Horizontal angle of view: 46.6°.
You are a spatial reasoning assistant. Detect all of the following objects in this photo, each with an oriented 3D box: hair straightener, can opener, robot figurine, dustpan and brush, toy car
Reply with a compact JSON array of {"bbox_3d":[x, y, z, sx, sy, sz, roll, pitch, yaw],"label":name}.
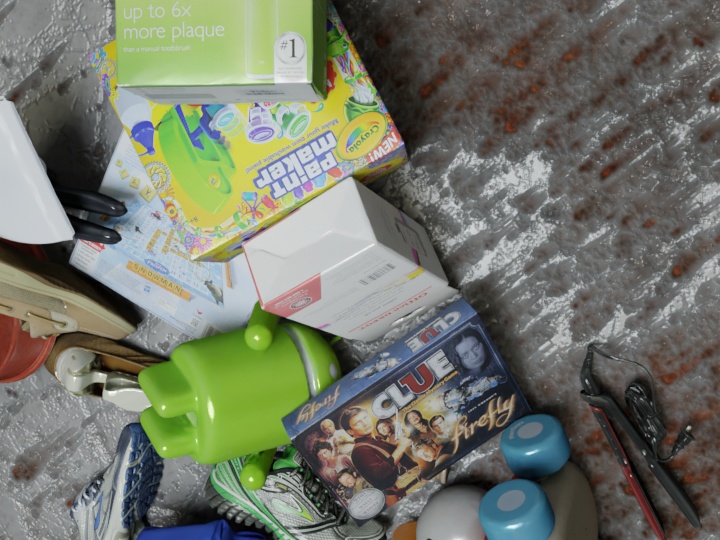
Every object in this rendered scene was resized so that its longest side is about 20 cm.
[{"bbox_3d":[0.272,0.155,0.787,0.077,0.041,0.201,-28,90,17],"label":"hair straightener"},{"bbox_3d":[-0.303,-0.063,0.831,0.199,0.078,0.064,22,106,30],"label":"can opener"},{"bbox_3d":[-0.105,0.114,0.795,0.199,0.116,0.177,-9,113,-30],"label":"robot figurine"},{"bbox_3d":[-0.360,-0.082,0.796,0.199,0.057,0.140,-11,111,23],"label":"dustpan and brush"},{"bbox_3d":[0.115,0.262,0.785,0.199,0.177,0.185,-15,111,29],"label":"toy car"}]

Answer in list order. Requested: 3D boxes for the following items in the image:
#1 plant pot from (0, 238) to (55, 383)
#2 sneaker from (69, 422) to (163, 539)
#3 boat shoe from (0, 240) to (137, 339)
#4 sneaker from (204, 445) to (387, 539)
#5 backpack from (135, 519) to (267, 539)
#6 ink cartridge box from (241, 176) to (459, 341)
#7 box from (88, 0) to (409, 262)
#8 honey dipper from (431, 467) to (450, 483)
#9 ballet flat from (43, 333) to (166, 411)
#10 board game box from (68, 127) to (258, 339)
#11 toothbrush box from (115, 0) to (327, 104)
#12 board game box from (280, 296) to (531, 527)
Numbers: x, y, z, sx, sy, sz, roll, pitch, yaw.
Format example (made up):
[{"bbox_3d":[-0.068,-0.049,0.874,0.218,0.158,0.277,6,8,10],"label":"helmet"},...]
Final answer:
[{"bbox_3d":[-0.446,0.044,0.830,0.199,0.195,0.203,5,102,22],"label":"plant pot"},{"bbox_3d":[-0.278,0.254,0.917,0.085,0.077,0.201,19,105,13],"label":"sneaker"},{"bbox_3d":[-0.313,0.031,0.828,0.065,0.200,0.071,-54,42,3],"label":"boat shoe"},{"bbox_3d":[-0.063,0.236,0.859,0.199,0.078,0.086,24,106,8],"label":"sneaker"},{"bbox_3d":[-0.177,0.365,0.830,0.161,0.201,0.168,-14,127,18],"label":"backpack"},{"bbox_3d":[0.000,0.000,0.754,0.116,0.200,0.068,-29,65,17],"label":"ink cartridge box"},{"bbox_3d":[-0.088,-0.138,0.728,0.199,0.122,0.194,-28,88,4],"label":"box"},{"bbox_3d":[-0.006,0.177,0.855,0.198,0.038,0.038,10,104,13],"label":"honey dipper"},{"bbox_3d":[-0.262,0.116,0.882,0.198,0.072,0.068,16,107,10],"label":"ballet flat"},{"bbox_3d":[-0.168,-0.046,0.840,0.199,0.041,0.200,31,107,5],"label":"board game box"},{"bbox_3d":[-0.100,-0.231,0.623,0.144,0.086,0.202,1,92,5],"label":"toothbrush box"},{"bbox_3d":[0.046,0.134,0.773,0.199,0.035,0.136,-34,120,-1],"label":"board game box"}]
